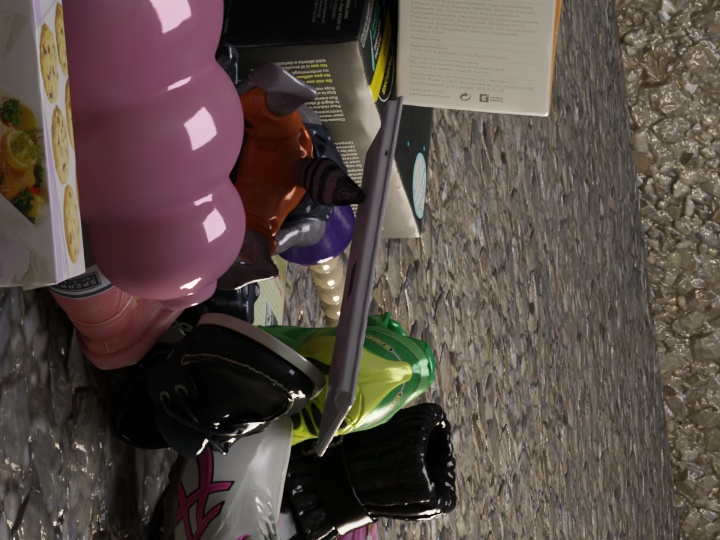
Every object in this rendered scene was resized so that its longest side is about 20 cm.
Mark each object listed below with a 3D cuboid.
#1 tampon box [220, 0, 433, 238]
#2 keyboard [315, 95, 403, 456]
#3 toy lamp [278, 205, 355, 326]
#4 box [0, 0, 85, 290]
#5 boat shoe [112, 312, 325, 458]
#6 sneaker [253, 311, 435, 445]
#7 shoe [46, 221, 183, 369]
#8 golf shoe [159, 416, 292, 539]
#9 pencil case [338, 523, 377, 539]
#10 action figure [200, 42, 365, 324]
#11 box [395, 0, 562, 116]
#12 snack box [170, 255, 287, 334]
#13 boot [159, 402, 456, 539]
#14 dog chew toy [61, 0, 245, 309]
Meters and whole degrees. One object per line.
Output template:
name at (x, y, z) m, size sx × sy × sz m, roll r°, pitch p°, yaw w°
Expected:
tampon box at (-0.031, -0.135, 1.662) m, size 0.200 × 0.125 × 0.151 m, roll 70°, pitch 23°, yaw -53°
keyboard at (0.000, 0.000, 1.361) m, size 0.056 × 0.011 × 0.201 m, roll 110°, pitch -8°, yaw -53°
toy lamp at (-0.022, 0.004, 1.678) m, size 0.200 × 0.058 × 0.059 m, roll 74°, pitch 19°, yaw -54°
box at (-0.154, -0.093, 1.170) m, size 0.041 × 0.038 × 0.202 m, roll -30°, pitch 117°, yaw -76°
boat shoe at (-0.084, 0.068, 1.381) m, size 0.074 × 0.199 × 0.066 m, roll 40°, pitch 71°, yaw -23°
sneaker at (-0.013, 0.064, 1.519) m, size 0.200 × 0.083 × 0.075 m, roll -176°, pitch -102°, yaw -69°
shoe at (-0.121, -0.047, 1.404) m, size 0.091 × 0.071 × 0.201 m, roll 73°, pitch 25°, yaw -50°
golf shoe at (-0.068, 0.158, 1.430) m, size 0.073 × 0.092 × 0.201 m, roll 43°, pitch 55°, yaw -41°
pencil case at (-0.019, 0.141, 1.758) m, size 0.087 × 0.082 × 0.201 m, roll 79°, pitch 16°, yaw -53°
action figure at (-0.045, -0.027, 1.463) m, size 0.193 × 0.104 × 0.202 m, roll -56°, pitch 146°, yaw -85°
box at (0.076, -0.209, 1.567) m, size 0.201 × 0.097 × 0.125 m, roll 90°, pitch 8°, yaw -46°
snack box at (-0.088, 0.003, 1.590) m, size 0.200 × 0.037 × 0.117 m, roll 62°, pitch 29°, yaw -61°
boot at (-0.029, 0.147, 1.550) m, size 0.212 × 0.157 × 0.080 m, roll -72°, pitch 156°, yaw -57°
dog chew toy at (-0.113, -0.078, 1.272) m, size 0.125 × 0.124 × 0.201 m, roll -56°, pitch 131°, yaw -68°
